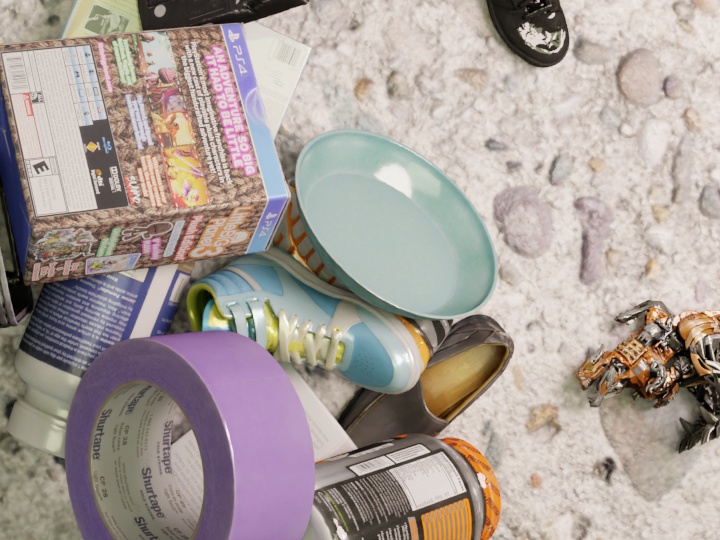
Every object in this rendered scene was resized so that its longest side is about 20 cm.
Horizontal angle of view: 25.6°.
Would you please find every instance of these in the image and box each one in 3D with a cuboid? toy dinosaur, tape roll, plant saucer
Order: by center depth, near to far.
[{"bbox_3d":[-0.133,0.148,1.211,0.085,0.199,0.202,-3,94,-47],"label":"tape roll"},{"bbox_3d":[0.024,-0.031,1.328,0.199,0.200,0.036,34,129,-8],"label":"plant saucer"},{"bbox_3d":[0.295,0.082,1.398,0.199,0.102,0.136,-25,79,16],"label":"toy dinosaur"}]

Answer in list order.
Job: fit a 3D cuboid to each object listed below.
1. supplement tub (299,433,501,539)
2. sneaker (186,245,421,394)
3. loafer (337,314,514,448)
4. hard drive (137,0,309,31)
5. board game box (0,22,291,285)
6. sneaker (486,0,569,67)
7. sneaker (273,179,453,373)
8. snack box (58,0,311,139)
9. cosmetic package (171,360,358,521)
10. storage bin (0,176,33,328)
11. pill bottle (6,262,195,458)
[{"bbox_3d":[0.014,0.203,1.278,0.199,0.122,0.123,-11,95,-44],"label":"supplement tub"},{"bbox_3d":[-0.058,0.058,1.291,0.199,0.130,0.080,28,122,27],"label":"sneaker"},{"bbox_3d":[0.049,0.113,1.372,0.200,0.072,0.073,-44,99,-3],"label":"loafer"},{"bbox_3d":[-0.124,-0.294,1.297,0.139,0.038,0.201,-15,77,17],"label":"hard drive"},{"bbox_3d":[-0.175,-0.092,1.233,0.199,0.097,0.160,-8,67,-19],"label":"board game box"},{"bbox_3d":[0.131,-0.268,1.348,0.060,0.104,0.201,-26,96,-6],"label":"sneaker"},{"bbox_3d":[0.000,0.000,1.366,0.200,0.078,0.077,50,54,1],"label":"sneaker"},{"bbox_3d":[-0.154,-0.175,1.348,0.199,0.037,0.117,24,88,-8],"label":"snack box"},{"bbox_3d":[-0.105,0.179,1.335,0.200,0.071,0.102,-38,61,-4],"label":"cosmetic package"},{"bbox_3d":[-0.321,-0.020,1.251,0.093,0.200,0.136,-11,94,-8],"label":"storage bin"},{"bbox_3d":[-0.218,0.052,1.314,0.110,0.111,0.201,22,89,-8],"label":"pill bottle"}]
